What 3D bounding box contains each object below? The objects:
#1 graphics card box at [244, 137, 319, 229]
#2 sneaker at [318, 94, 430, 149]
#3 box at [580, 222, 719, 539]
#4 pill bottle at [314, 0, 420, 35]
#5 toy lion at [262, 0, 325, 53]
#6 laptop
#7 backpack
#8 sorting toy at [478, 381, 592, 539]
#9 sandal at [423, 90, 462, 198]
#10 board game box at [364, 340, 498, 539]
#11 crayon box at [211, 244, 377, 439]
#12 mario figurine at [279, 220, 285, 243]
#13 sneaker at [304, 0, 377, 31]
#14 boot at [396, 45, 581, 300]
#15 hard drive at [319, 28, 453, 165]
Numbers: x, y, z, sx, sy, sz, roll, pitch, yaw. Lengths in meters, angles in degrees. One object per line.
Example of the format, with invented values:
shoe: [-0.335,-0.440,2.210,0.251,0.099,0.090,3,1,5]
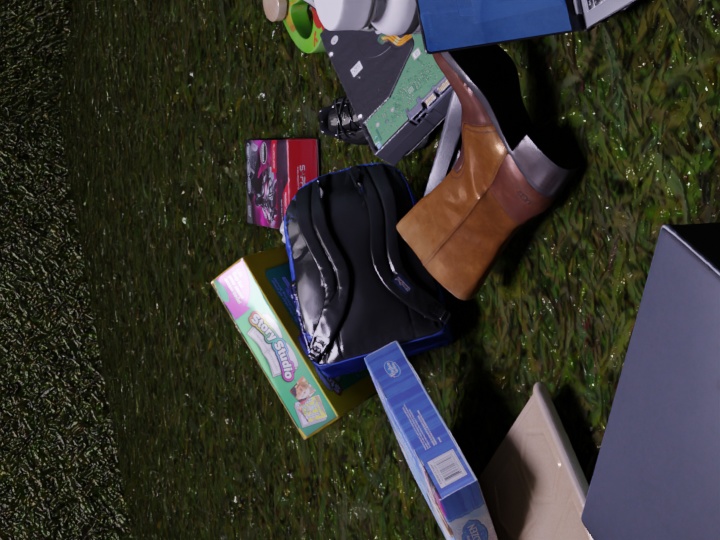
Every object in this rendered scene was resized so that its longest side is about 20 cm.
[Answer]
graphics card box: [-0.112,-0.124,1.702,0.200,0.050,0.128,-163,70,-68]
sneaker: [0.015,-0.167,1.325,0.200,0.090,0.077,170,97,-67]
box: [0.247,0.082,0.650,0.123,0.196,0.202,-127,39,-52]
pill bottle: [0.063,-0.262,1.029,0.114,0.197,0.116,172,90,-72]
toy lion: [-0.045,-0.351,1.492,0.193,0.068,0.201,61,148,33]
laptop: [0.136,-0.286,0.914,0.199,0.115,0.190,-24,71,52]
backpack: [0.000,0.000,1.288,0.168,0.160,0.203,74,-179,-77]
sorting toy: [0.172,0.227,1.087,0.201,0.036,0.187,106,151,-51]
sandal: [0.098,-0.098,1.164,0.042,0.076,0.202,24,128,18]
board game box: [0.080,0.204,1.180,0.201,0.043,0.200,60,174,50]
crayon box: [-0.060,0.071,1.367,0.058,0.172,0.201,-35,84,26]
mario figurine: [-0.037,-0.002,1.468,0.124,0.105,0.202,-127,41,-50]
sneaker: [0.008,-0.255,1.126,0.087,0.198,0.077,6,93,53]
boot: [0.091,-0.099,1.106,0.189,0.068,0.200,48,137,10]
hard drive: [0.040,-0.224,1.241,0.140,0.038,0.201,-44,46,23]
